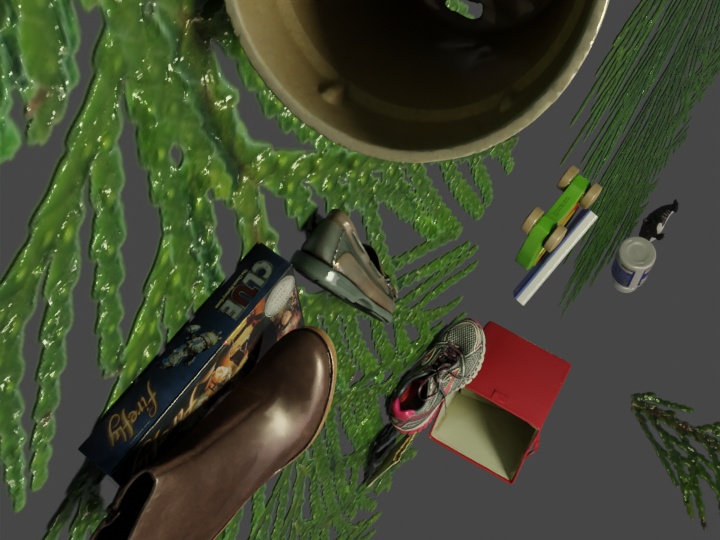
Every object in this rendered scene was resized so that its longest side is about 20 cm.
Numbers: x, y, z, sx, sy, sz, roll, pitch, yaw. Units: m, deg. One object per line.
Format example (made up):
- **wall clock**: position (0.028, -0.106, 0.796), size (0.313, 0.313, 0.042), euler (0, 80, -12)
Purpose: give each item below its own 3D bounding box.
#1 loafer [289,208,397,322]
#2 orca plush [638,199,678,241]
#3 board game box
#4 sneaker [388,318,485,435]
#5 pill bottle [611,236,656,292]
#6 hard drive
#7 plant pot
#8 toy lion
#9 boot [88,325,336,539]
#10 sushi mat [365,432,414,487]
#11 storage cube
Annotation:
- **loafer**: position (0.000, 0.000, 0.836), size (0.064, 0.071, 0.200), euler (-62, 160, -3)
- **orca plush**: position (0.996, -0.161, 3.127), size (0.070, 0.107, 0.200), euler (1, 158, -24)
- **board game box**: position (-0.120, 0.091, 0.722), size (0.201, 0.034, 0.136), euler (-51, 161, -21)
- **sneaker**: position (0.118, 0.155, 1.368), size (0.201, 0.080, 0.075), euler (-52, 159, -14)
- **pill bottle**: position (0.879, -0.012, 2.994), size (0.120, 0.119, 0.201), euler (-50, 161, -21)
- **hard drive**: position (0.350, -0.026, 1.673), size (0.201, 0.025, 0.132), euler (-51, 175, 8)
- **plant pot**: position (0.048, -0.183, 0.508), size (0.202, 0.198, 0.184), euler (-67, 171, 29)
- **toy lion**: position (0.324, -0.070, 1.578), size (0.200, 0.068, 0.193), euler (-45, 165, -33)
- **boot**: position (-0.100, 0.132, 0.667), size (0.201, 0.072, 0.166), euler (-57, 164, 11)
- **sushi mat**: position (0.057, 0.289, 1.463), size (0.096, 0.012, 0.200), euler (-47, 173, -26)
- **storage cube**: position (0.251, 0.235, 1.669), size (0.180, 0.198, 0.172), euler (-48, 160, -44)
